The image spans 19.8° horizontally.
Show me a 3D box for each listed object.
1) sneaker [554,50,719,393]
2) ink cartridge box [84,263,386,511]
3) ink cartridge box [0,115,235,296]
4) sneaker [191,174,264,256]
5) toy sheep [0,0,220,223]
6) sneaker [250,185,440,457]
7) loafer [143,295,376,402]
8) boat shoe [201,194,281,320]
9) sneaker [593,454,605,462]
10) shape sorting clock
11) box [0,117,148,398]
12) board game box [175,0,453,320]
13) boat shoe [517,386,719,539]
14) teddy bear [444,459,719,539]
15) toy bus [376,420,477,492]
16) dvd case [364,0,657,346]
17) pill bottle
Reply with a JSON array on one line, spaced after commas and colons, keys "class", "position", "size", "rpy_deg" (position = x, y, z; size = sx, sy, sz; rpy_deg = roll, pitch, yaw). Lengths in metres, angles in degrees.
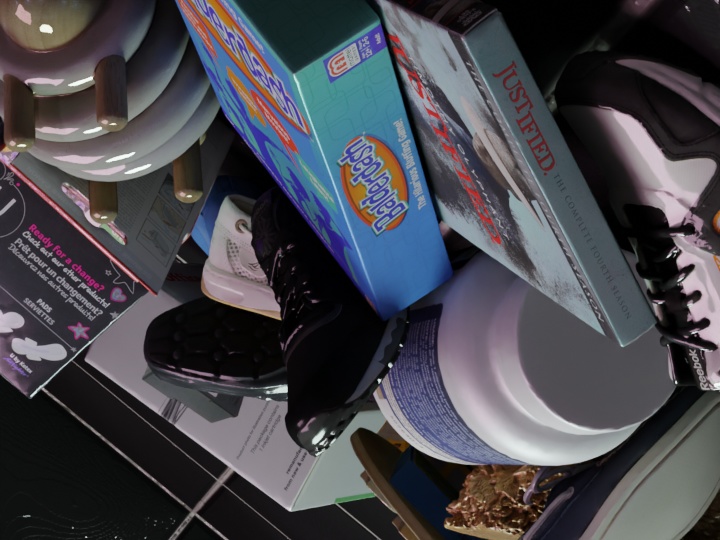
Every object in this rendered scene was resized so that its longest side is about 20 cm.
[{"class": "sneaker", "position": [0.138, -0.001, 0.790], "size": [0.200, 0.080, 0.074], "rpy_deg": [46, 166, -20]}, {"class": "ink cartridge box", "position": [-0.075, 0.080, 1.480], "size": [0.200, 0.084, 0.146], "rpy_deg": [34, -167, 23]}, {"class": "ink cartridge box", "position": [-0.142, -0.057, 1.156], "size": [0.109, 0.050, 0.200], "rpy_deg": [43, -152, -15]}, {"class": "sneaker", "position": [-0.053, -0.003, 1.336], "size": [0.105, 0.076, 0.200], "rpy_deg": [53, 175, 30]}, {"class": "toy sheep", "position": [-0.127, -0.104, 1.047], "size": [0.138, 0.138, 0.200], "rpy_deg": [32, 170, 26]}, {"class": "sneaker", "position": [-0.024, 0.008, 1.008], "size": [0.087, 0.200, 0.076], "rpy_deg": [31, 125, -10]}, {"class": "loafer", "position": [-0.029, 0.053, 1.239], "size": [0.199, 0.068, 0.071], "rpy_deg": [-1, 150, 3]}, {"class": "boat shoe", "position": [0.000, 0.000, 1.167], "size": [0.199, 0.070, 0.071], "rpy_deg": [14, -163, 22]}, {"class": "sneaker", "position": [0.109, 0.119, 1.231], "size": [0.077, 0.082, 0.200], "rpy_deg": [37, 166, 7]}, {"class": "shape sorting clock", "position": [0.064, 0.170, 1.230], "size": [0.200, 0.039, 0.200], "rpy_deg": [46, -179, -1]}, {"class": "box", "position": [-0.190, -0.042, 1.257], "size": [0.132, 0.115, 0.200], "rpy_deg": [42, -157, -16]}, {"class": "board game box", "position": [-0.030, -0.087, 0.909], "size": [0.152, 0.045, 0.200], "rpy_deg": [52, 170, 32]}, {"class": "boat shoe", "position": [0.116, 0.130, 1.031], "size": [0.075, 0.200, 0.062], "rpy_deg": [26, -169, -44]}, {"class": "teddy bear", "position": [0.144, 0.134, 1.146], "size": [0.199, 0.067, 0.145], "rpy_deg": [15, 165, -12]}, {"class": "toy bus", "position": [0.074, 0.131, 1.367], "size": [0.200, 0.078, 0.065], "rpy_deg": [43, 166, -15]}, {"class": "dvd case", "position": [0.039, -0.060, 0.836], "size": [0.146, 0.022, 0.200], "rpy_deg": [60, 170, -26]}, {"class": "pill bottle", "position": [0.080, 0.038, 0.993], "size": [0.111, 0.111, 0.200], "rpy_deg": [41, 166, -8]}]
